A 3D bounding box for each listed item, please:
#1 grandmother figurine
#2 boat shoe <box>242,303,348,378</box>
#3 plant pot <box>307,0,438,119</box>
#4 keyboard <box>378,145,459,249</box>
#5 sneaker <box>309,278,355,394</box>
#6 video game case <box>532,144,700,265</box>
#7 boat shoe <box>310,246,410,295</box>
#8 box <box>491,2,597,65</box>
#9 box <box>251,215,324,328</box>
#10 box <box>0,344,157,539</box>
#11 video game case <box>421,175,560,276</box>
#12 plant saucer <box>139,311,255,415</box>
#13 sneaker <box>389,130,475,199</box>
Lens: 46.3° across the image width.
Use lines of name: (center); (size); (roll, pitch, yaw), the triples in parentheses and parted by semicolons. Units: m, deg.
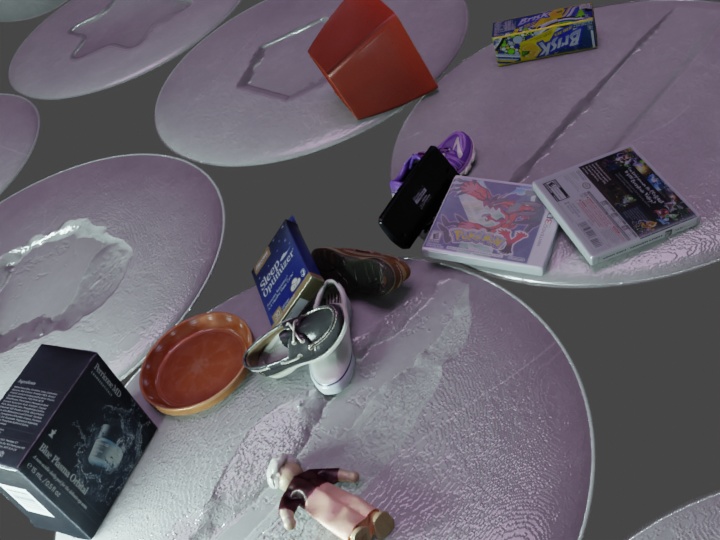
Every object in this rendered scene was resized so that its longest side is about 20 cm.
grandmother figurine: (-0.056, 0.301, 1.108); (0.121, 0.061, 0.200); (-19, 30, -38)
boat shoe: (-0.099, 0.103, 1.256); (0.200, 0.060, 0.074); (-31, 57, 38)
plant pot: (0.010, -0.434, 1.736); (0.176, 0.200, 0.200); (-36, 42, 4)
keyboard: (0.100, -0.114, 1.433); (0.040, 0.104, 0.200); (-14, 34, 54)
sneaker: (-0.051, 0.098, 1.297); (0.073, 0.071, 0.200); (-14, 43, 11)
video game case: (0.396, -0.107, 1.321); (0.181, 0.023, 0.200); (-21, 45, -4)
boat shoe: (0.000, 0.000, 1.385); (0.074, 0.076, 0.200); (-14, 20, -40)
box: (0.369, -0.474, 1.690); (0.200, 0.070, 0.064); (-6, 46, 19)
box: (-0.130, 0.000, 1.419); (0.121, 0.032, 0.200); (-55, 35, 21)
box: (-0.428, 0.248, 1.224); (0.117, 0.197, 0.200); (3, 48, 26)
video game case: (0.222, -0.078, 1.371); (0.200, 0.023, 0.182); (10, 51, 23)
plant saucer: (-0.263, 0.152, 1.370); (0.200, 0.032, 0.201); (-13, 42, 12)
sneaker: (0.130, -0.187, 1.497); (0.081, 0.084, 0.200); (24, 59, 40)
